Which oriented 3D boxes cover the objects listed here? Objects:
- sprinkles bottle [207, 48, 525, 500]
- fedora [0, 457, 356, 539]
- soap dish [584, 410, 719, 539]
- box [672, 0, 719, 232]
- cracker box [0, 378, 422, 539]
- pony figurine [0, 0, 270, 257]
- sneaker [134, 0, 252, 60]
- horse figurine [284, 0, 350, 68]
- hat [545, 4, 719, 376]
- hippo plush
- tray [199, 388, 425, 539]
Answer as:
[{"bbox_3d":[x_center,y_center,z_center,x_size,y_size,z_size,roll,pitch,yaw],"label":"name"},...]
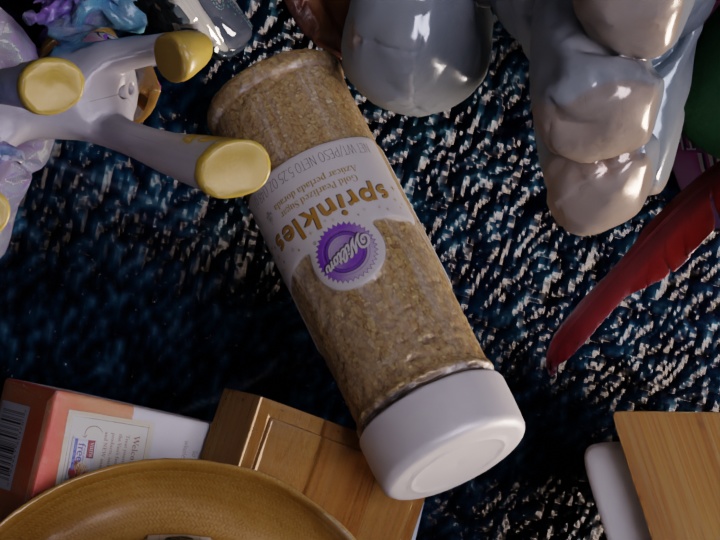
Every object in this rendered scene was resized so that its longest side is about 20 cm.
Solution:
[{"bbox_3d":[0.000,0.000,1.092,0.068,0.068,0.200,-12,64,-32],"label":"sprinkles bottle"},{"bbox_3d":[-0.076,0.168,0.999,0.201,0.082,0.201,0,85,-5],"label":"fedora"},{"bbox_3d":[0.185,0.162,1.198,0.157,0.081,0.200,23,49,-69],"label":"soap dish"},{"bbox_3d":[0.228,-0.146,1.273,0.176,0.097,0.200,-32,108,-27],"label":"box"},{"bbox_3d":[-0.076,0.134,1.113,0.200,0.058,0.134,16,85,-32],"label":"cracker box"},{"bbox_3d":[-0.147,-0.062,1.001,0.193,0.200,0.167,-11,106,-16],"label":"pony figurine"},{"bbox_3d":[-0.090,-0.184,1.063,0.086,0.078,0.200,-34,107,-13],"label":"sneaker"},{"bbox_3d":[-0.029,-0.207,1.131,0.133,0.050,0.200,-49,122,-23],"label":"horse figurine"},{"bbox_3d":[0.162,-0.085,1.176,0.166,0.176,0.200,59,40,-29],"label":"hat"},{"bbox_3d":[0.069,-0.128,1.073,0.159,0.161,0.200,2,106,-76],"label":"hippo plush"},{"bbox_3d":[-0.043,0.162,1.081,0.099,0.037,0.200,22,83,-31],"label":"tray"}]
